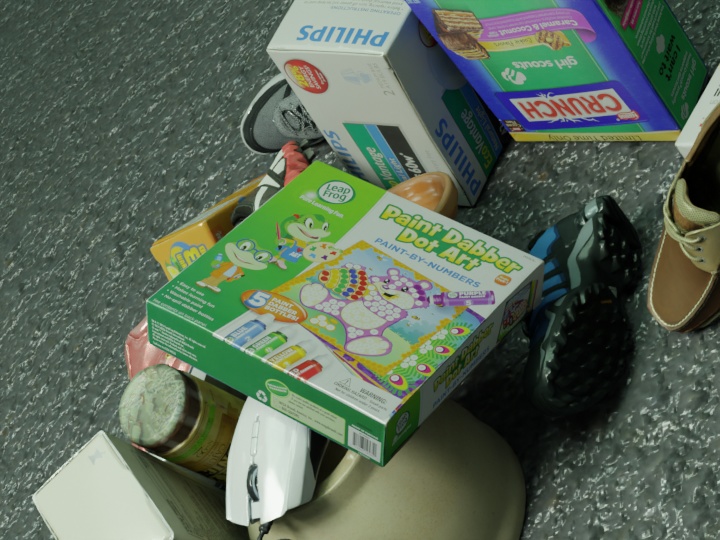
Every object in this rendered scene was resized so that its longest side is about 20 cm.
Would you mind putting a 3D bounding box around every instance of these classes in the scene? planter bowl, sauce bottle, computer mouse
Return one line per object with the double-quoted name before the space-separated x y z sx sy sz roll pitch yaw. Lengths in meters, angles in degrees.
"planter bowl" -0.003 0.153 1.184 0.199 0.135 0.201 -27 37 23
"sauce bottle" -0.093 0.127 1.256 0.064 0.200 0.065 -15 62 31
"computer mouse" -0.064 0.131 1.113 0.109 0.044 0.201 -16 44 36

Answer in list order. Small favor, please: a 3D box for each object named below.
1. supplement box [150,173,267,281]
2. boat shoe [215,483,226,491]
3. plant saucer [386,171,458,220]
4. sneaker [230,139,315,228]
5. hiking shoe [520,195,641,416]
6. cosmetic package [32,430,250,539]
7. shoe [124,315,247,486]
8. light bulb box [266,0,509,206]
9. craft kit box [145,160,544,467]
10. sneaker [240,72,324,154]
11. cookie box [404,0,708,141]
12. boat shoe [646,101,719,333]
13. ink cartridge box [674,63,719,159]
"supplement box" -0.101 -0.034 1.486 0.068 0.067 0.200 -22 10 31
"boat shoe" -0.121 0.147 1.365 0.200 0.075 0.062 -45 -8 2
"plant saucer" 0.000 0.000 1.324 0.200 0.038 0.200 -36 15 11
"sneaker" -0.065 -0.051 1.415 0.098 0.071 0.201 -35 17 6
"hiking shoe" 0.146 0.035 1.224 0.086 0.074 0.201 -24 28 38
"cosmetic package" -0.136 0.196 1.210 0.071 0.200 0.105 -43 59 4
"shoe" -0.149 0.112 1.313 0.091 0.071 0.201 37 107 40
"light bulb box" 0.051 -0.195 1.438 0.124 0.199 0.201 9 59 35
"craft kit box" -0.008 0.021 1.152 0.199 0.049 0.197 25 43 25
"sneaker" -0.041 -0.151 1.594 0.199 0.076 0.114 -23 18 25
"cookie box" 0.152 -0.187 1.316 0.170 0.200 0.076 3 59 42
"boat shoe" 0.231 -0.045 1.118 0.076 0.073 0.201 46 132 35
"ink cartridge box" 0.333 -0.136 1.182 0.144 0.084 0.201 8 60 51
